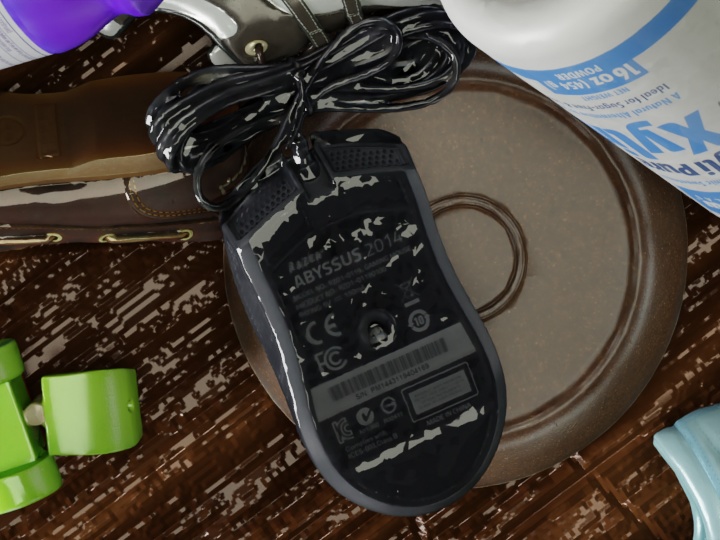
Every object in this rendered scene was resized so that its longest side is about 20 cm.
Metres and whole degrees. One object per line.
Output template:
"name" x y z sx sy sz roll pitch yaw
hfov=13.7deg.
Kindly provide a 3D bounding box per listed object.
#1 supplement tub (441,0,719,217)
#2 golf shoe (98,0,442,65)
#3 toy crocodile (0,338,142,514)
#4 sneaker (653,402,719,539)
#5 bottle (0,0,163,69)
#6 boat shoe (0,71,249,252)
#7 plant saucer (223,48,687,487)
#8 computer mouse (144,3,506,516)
"supplement tub" 0.133 -0.104 1.164 0.200 0.132 0.132 31 93 -41
"golf shoe" -0.018 -0.118 1.230 0.199 0.078 0.095 12 100 5
"toy crocodile" -0.187 0.077 1.243 0.199 0.062 0.068 -19 97 3
"sneaker" 0.165 0.154 1.267 0.081 0.074 0.202 -9 86 2
"bottle" -0.139 -0.118 1.173 0.199 0.084 0.066 -16 70 11
"boat shoe" -0.145 -0.036 1.227 0.198 0.071 0.071 0 135 2
"plant saucer" 0.042 -0.005 1.260 0.199 0.034 0.202 0 96 -5
"computer mouse" 0.000 0.000 1.210 0.138 0.053 0.201 -19 103 -11
